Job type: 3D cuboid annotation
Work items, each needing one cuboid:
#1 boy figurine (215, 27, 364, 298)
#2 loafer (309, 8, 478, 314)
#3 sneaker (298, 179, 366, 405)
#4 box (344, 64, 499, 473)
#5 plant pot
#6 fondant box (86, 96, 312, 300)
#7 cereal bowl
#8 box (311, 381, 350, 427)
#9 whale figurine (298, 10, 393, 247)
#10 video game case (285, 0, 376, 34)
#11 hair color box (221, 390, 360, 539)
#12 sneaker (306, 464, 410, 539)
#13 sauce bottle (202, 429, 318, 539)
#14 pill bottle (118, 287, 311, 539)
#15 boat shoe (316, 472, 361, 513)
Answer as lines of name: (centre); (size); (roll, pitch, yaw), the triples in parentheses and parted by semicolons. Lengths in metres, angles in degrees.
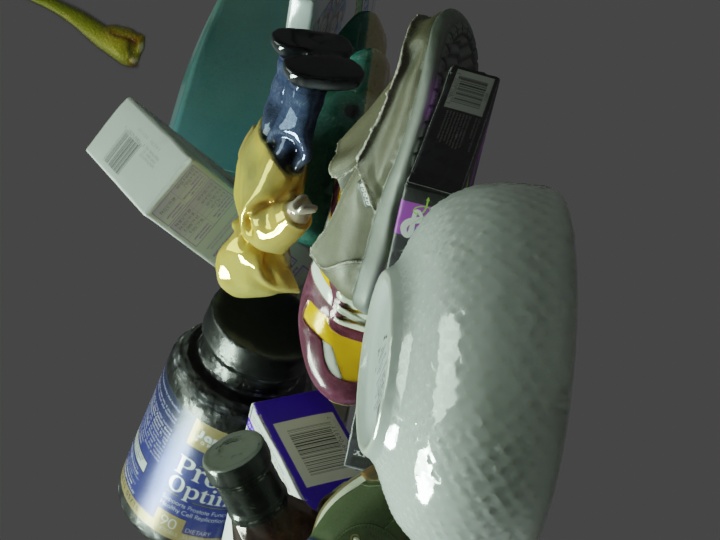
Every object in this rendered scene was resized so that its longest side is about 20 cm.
boy figurine: (-0.052, -0.060, 1.509); (0.124, 0.064, 0.200); (-115, 34, -55)
loafer: (0.013, -0.071, 1.358); (0.075, 0.070, 0.200); (-23, -45, -62)
sneaker: (0.000, 0.000, 1.496); (0.090, 0.075, 0.201); (-96, 14, -79)
box: (0.036, 0.001, 1.287); (0.143, 0.036, 0.200); (-69, -6, -55)
plant pot: (-0.106, -0.186, 2.188); (0.141, 0.141, 0.201); (166, 118, -81)
fondant box: (-0.101, -0.036, 1.687); (0.058, 0.200, 0.144); (-51, 33, 3)
cereal bowl: (0.047, 0.050, 1.117); (0.200, 0.083, 0.201); (-172, 90, -82)
box: (-0.053, 0.058, 1.795); (0.200, 0.082, 0.069); (-98, 17, -56)
whale figurine: (-0.022, -0.106, 1.634); (0.159, 0.103, 0.200); (106, 170, -49)
video game case: (-0.025, -0.177, 1.741); (0.182, 0.024, 0.200); (-60, -15, -48)
hair color box: (-0.049, 0.196, 1.600); (0.200, 0.065, 0.109); (102, 148, -42)
sneaker: (-0.022, 0.196, 1.272); (0.200, 0.067, 0.090); (-41, 20, 21)
sauce bottle: (-0.040, 0.186, 1.357); (0.066, 0.066, 0.200); (-100, -11, -63)
pill bottle: (-0.102, 0.109, 1.649); (0.112, 0.112, 0.200); (-94, 23, -51)
boat shoe: (0.002, 0.171, 1.420); (0.073, 0.063, 0.201); (47, 158, 14)
